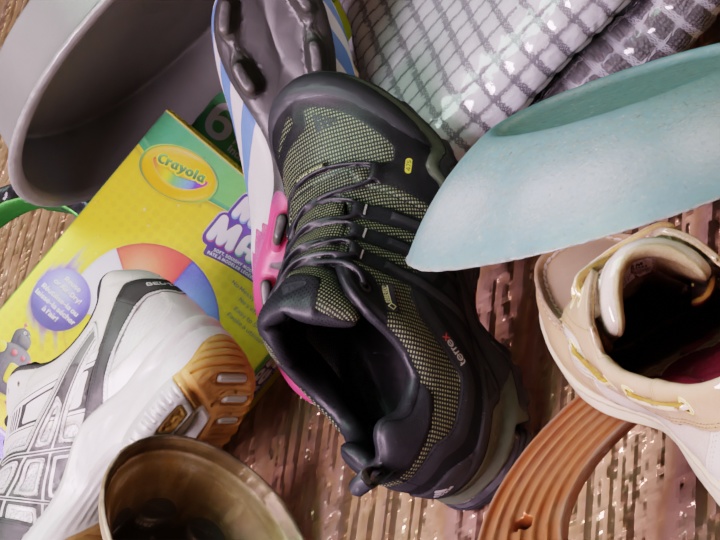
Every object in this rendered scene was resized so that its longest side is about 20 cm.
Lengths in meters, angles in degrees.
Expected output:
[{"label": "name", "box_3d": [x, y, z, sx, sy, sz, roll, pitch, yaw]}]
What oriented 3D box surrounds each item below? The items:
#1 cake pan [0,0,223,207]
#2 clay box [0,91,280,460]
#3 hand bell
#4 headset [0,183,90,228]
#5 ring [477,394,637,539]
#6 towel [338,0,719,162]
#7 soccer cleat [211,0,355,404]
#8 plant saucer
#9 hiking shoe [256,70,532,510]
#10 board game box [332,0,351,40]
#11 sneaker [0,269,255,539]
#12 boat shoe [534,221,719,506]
[{"label": "cake pan", "box_3d": [-0.090, -0.112, 1.347, 0.200, 0.037, 0.200, -40, -16, -14]}, {"label": "clay box", "box_3d": [-0.090, 0.019, 1.374, 0.200, 0.115, 0.048, -51, -15, 1]}, {"label": "hand bell", "box_3d": [-0.117, 0.169, 1.291, 0.200, 0.104, 0.104, -47, 25, 35]}, {"label": "headset", "box_3d": [-0.171, 0.056, 1.442, 0.123, 0.094, 0.200, 8, 89, 30]}, {"label": "ring", "box_3d": [0.133, 0.074, 1.035, 0.200, 0.019, 0.200, -24, 28, 14]}, {"label": "towel", "box_3d": [0.076, -0.122, 1.336, 0.166, 0.086, 0.200, -48, 27, 14]}, {"label": "soccer cleat", "box_3d": [-0.018, -0.040, 1.321, 0.070, 0.200, 0.086, -10, 0, 7]}, {"label": "plant saucer", "box_3d": [0.106, -0.052, 1.141, 0.201, 0.039, 0.201, -19, 9, 3]}, {"label": "hiking shoe", "box_3d": [0.000, 0.000, 1.202, 0.076, 0.101, 0.200, -37, 63, 29]}, {"label": "board game box", "box_3d": [-0.032, -0.182, 1.597, 0.102, 0.048, 0.200, -23, 38, 40]}, {"label": "sneaker", "box_3d": [-0.129, 0.086, 1.316, 0.200, 0.076, 0.088, -50, 60, 14]}, {"label": "boat shoe", "box_3d": [0.110, 0.018, 1.055, 0.074, 0.069, 0.200, -34, 28, -8]}]
